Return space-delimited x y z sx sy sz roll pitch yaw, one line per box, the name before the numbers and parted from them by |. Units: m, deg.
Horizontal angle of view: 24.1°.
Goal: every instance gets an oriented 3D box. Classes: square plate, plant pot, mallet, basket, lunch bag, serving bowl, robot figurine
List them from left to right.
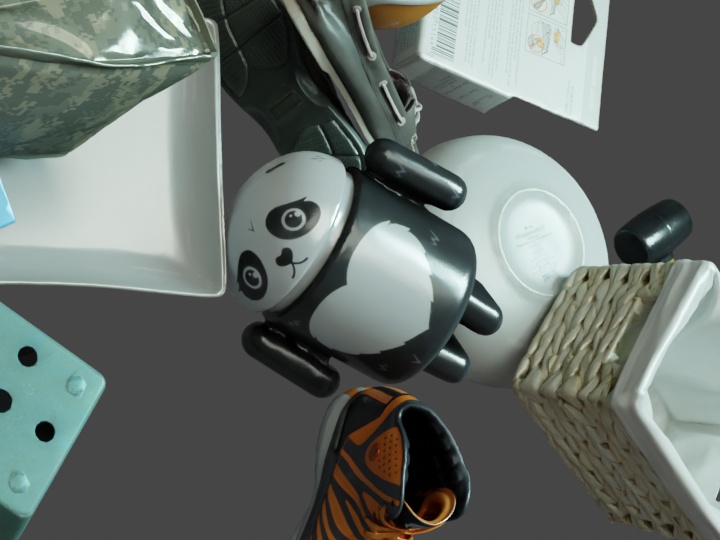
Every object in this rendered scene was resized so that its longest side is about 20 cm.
plant pot | -0.236 0.088 0.925 0.141 0.200 0.141 38 58 -19
lunch bag | -0.216 -0.131 0.965 0.200 0.164 0.118 -13 81 -49
square plate | -0.187 -0.080 1.101 0.200 0.028 0.198 3 74 -23
robot figurine | 0.000 0.002 1.157 0.200 0.125 0.150 30 62 -20
serving bowl | 0.118 -0.013 1.285 0.200 0.066 0.200 10 71 -32
basket | 0.220 0.098 1.248 0.200 0.123 0.136 53 58 -36
mallet | 0.283 0.033 1.405 0.066 0.041 0.200 -41 104 -32

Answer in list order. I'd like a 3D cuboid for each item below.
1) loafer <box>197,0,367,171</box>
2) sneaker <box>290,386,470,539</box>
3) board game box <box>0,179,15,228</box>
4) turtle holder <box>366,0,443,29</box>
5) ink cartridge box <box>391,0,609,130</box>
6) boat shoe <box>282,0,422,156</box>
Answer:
loafer | -0.058 -0.140 1.213 0.200 0.072 0.063 59 13 -7
sneaker | 0.011 0.177 1.105 0.078 0.112 0.200 6 89 -32
board game box | -0.313 -0.003 0.927 0.200 0.153 0.040 -28 103 -37
turtle holder | -0.004 -0.258 1.230 0.185 0.132 0.141 41 48 3
ink cartridge box | 0.118 -0.222 1.360 0.176 0.045 0.200 20 66 -27
boat shoe | 0.012 -0.137 1.198 0.200 0.057 0.067 53 12 -47
